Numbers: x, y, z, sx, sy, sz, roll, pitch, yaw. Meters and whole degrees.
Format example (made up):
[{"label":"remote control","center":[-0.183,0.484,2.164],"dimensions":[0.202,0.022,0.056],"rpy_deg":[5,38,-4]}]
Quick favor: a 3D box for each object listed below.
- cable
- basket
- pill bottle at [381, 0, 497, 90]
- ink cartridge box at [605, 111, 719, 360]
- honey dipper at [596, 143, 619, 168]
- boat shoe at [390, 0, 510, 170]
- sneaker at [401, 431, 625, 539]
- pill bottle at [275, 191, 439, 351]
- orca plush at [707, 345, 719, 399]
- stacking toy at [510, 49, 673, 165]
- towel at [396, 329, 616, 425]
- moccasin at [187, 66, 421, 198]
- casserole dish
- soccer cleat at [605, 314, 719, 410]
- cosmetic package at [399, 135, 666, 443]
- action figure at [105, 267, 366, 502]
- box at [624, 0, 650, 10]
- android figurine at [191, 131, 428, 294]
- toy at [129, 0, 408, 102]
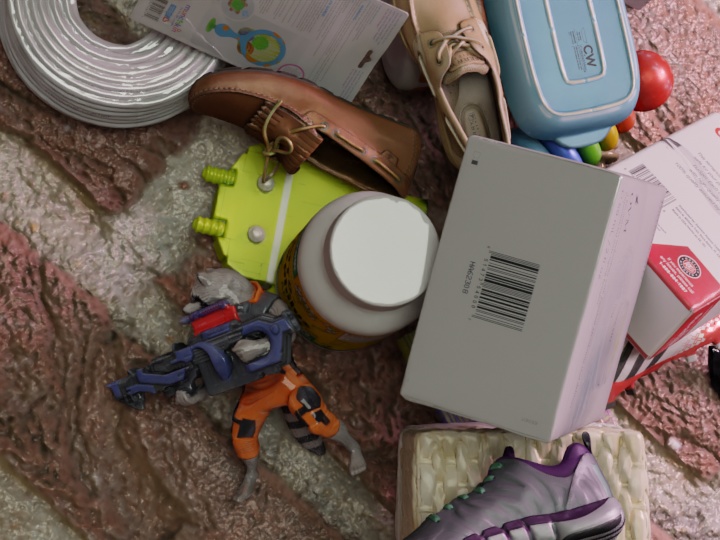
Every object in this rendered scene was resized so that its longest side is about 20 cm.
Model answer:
[{"label":"cable","center":[-0.204,-0.219,1.428],"dimensions":[0.200,0.069,0.200],"rpy_deg":[-19,84,-16]},{"label":"basket","center":[0.130,0.218,1.354],"dimensions":[0.198,0.161,0.200],"rpy_deg":[0,82,-2]},{"label":"pill bottle","center":[0.124,-0.218,1.483],"dimensions":[0.200,0.112,0.112],"rpy_deg":[-4,80,-14]},{"label":"ink cartridge box","center":[0.279,-0.034,1.451],"dimensions":[0.200,0.084,0.144],"rpy_deg":[-27,70,-37]},{"label":"honey dipper","center":[0.217,-0.045,1.513],"dimensions":[0.038,0.038,0.200],"rpy_deg":[0,82,-13]},{"label":"boat shoe","center":[0.082,-0.175,1.385],"dimensions":[0.071,0.065,0.200],"rpy_deg":[-23,101,-10]},{"label":"sneaker","center":[0.091,0.182,1.253],"dimensions":[0.200,0.074,0.088],"rpy_deg":[-13,64,-9]},{"label":"pill bottle","center":[0.000,0.000,1.322],"dimensions":[0.113,0.200,0.113],"rpy_deg":[1,82,-11]},{"label":"orca plush","center":[0.407,0.050,1.518],"dimensions":[0.200,0.071,0.105],"rpy_deg":[-12,82,-15]},{"label":"stacking toy","center":[0.190,-0.120,1.475],"dimensions":[0.200,0.085,0.085],"rpy_deg":[-37,89,-5]},{"label":"towel","center":[0.134,0.117,1.467],"dimensions":[0.144,0.023,0.200],"rpy_deg":[-28,86,-16]},{"label":"moccasin","center":[-0.049,-0.110,1.405],"dimensions":[0.201,0.074,0.078],"rpy_deg":[22,66,-19]},{"label":"casserole dish","center":[0.173,-0.203,1.416],"dimensions":[0.121,0.039,0.200],"rpy_deg":[-13,91,-12]},{"label":"soccer cleat","center":[0.254,0.046,1.472],"dimensions":[0.200,0.069,0.085],"rpy_deg":[-28,105,-23]},{"label":"cosmetic package","center":[0.138,0.013,1.287],"dimensions":[0.123,0.200,0.200],"rpy_deg":[16,96,17]},{"label":"action figure","center":[-0.101,0.088,1.379],"dimensions":[0.105,0.200,0.194],"rpy_deg":[-37,111,-55]},{"label":"box","center":[0.267,-0.348,1.496],"dimensions":[0.106,0.200,0.152],"rpy_deg":[27,74,-7]},{"label":"android figurine","center":[-0.044,-0.040,1.447],"dimensions":[0.200,0.041,0.182],"rpy_deg":[14,77,-12]},{"label":"toy","center":[-0.075,-0.219,1.384],"dimensions":[0.200,0.115,0.047],"rpy_deg":[20,41,-20]}]
